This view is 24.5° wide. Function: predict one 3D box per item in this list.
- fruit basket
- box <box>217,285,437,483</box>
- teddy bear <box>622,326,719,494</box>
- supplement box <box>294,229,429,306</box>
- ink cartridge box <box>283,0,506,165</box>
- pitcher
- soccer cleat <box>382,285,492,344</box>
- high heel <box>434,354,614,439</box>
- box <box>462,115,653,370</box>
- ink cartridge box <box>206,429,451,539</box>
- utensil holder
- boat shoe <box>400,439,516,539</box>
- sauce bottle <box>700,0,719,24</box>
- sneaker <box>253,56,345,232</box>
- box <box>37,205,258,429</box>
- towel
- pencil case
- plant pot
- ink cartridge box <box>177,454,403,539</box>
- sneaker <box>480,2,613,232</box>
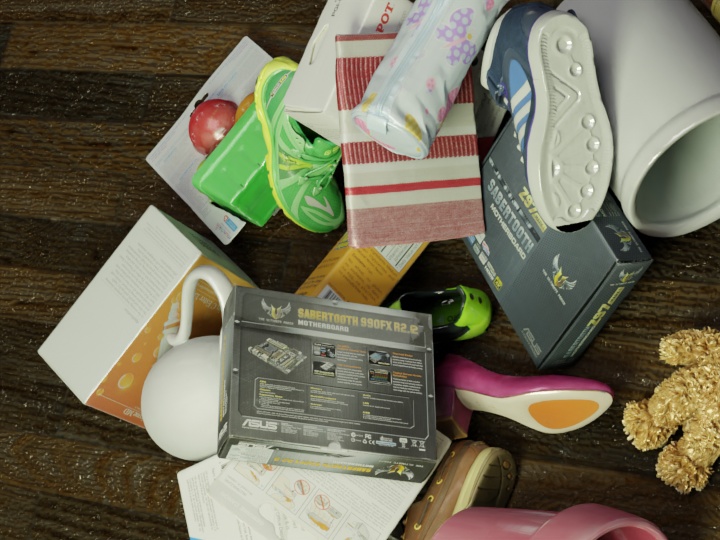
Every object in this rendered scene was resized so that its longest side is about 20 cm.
[{"bbox_3d":[-0.134,-0.145,1.832,0.186,0.094,0.200,-51,41,4],"label":"fruit basket"},{"bbox_3d":[-0.030,0.105,1.532,0.198,0.048,0.160,8,56,-15],"label":"box"},{"bbox_3d":[0.325,0.106,1.481,0.199,0.067,0.146,-28,63,18],"label":"teddy bear"},{"bbox_3d":[0.000,0.000,1.654,0.200,0.069,0.066,-49,15,-20],"label":"supplement box"},{"bbox_3d":[0.043,-0.177,1.655,0.083,0.199,0.148,14,78,57],"label":"ink cartridge box"},{"bbox_3d":[-0.154,0.096,1.677,0.200,0.121,0.173,-34,81,51],"label":"pitcher"},{"bbox_3d":[0.034,0.056,1.653,0.198,0.081,0.068,-20,64,22],"label":"soccer cleat"},{"bbox_3d":[0.152,0.106,1.578,0.199,0.067,0.097,-16,41,34],"label":"high heel"},{"bbox_3d":[0.177,-0.032,1.580,0.201,0.051,0.158,62,138,30],"label":"box"},{"bbox_3d":[-0.031,0.189,1.537,0.160,0.050,0.200,35,56,5],"label":"ink cartridge box"},{"bbox_3d":[0.274,-0.160,1.549,0.169,0.170,0.201,-38,56,12],"label":"utensil holder"},{"bbox_3d":[0.075,0.252,1.570,0.067,0.072,0.201,19,74,42],"label":"boat shoe"},{"bbox_3d":[0.365,-0.263,1.594,0.066,0.066,0.201,-40,60,10],"label":"sauce bottle"},{"bbox_3d":[-0.052,-0.121,1.704,0.083,0.202,0.074,15,44,40],"label":"sneaker"},{"bbox_3d":[-0.225,0.052,1.773,0.097,0.124,0.201,41,95,33],"label":"box"},{"bbox_3d":[0.045,-0.127,1.588,0.023,0.143,0.203,180,85,-66],"label":"towel"},{"bbox_3d":[0.068,-0.203,1.536,0.083,0.091,0.201,27,81,8],"label":"pencil case"},{"bbox_3d":[0.152,0.290,1.449,0.178,0.199,0.202,13,78,47],"label":"plant pot"},{"bbox_3d":[-0.068,0.237,1.642,0.199,0.084,0.147,-25,61,19],"label":"ink cartridge box"},{"bbox_3d":[0.164,-0.144,1.520,0.146,0.080,0.202,-150,52,-70],"label":"sneaker"}]
